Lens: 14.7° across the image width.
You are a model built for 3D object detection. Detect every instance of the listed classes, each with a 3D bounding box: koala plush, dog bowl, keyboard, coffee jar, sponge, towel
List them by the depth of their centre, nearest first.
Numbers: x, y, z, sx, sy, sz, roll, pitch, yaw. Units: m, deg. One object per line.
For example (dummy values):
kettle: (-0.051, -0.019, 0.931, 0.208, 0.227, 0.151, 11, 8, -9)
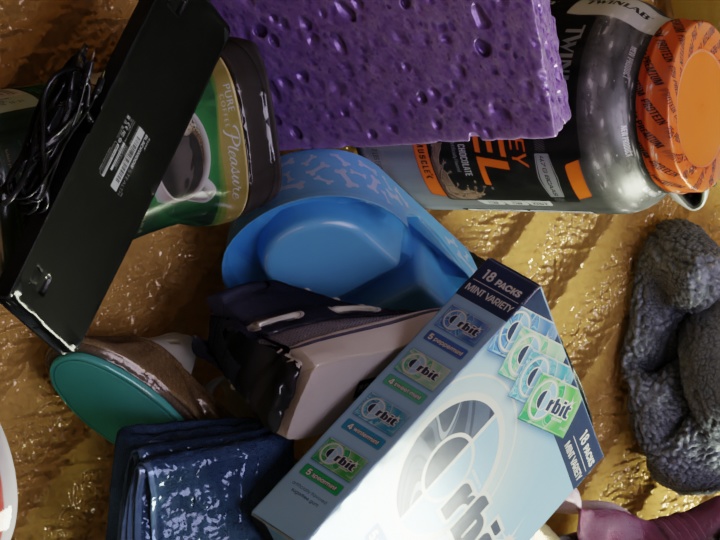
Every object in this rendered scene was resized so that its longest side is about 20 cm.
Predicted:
keyboard: (-0.137, -0.066, 1.408, 0.201, 0.040, 0.104, -66, 149, -19)
coffee jar: (-0.134, -0.060, 1.478, 0.200, 0.085, 0.105, -19, 108, -37)
sponge: (0.010, -0.123, 1.523, 0.030, 0.199, 0.112, -54, 137, -54)
towel: (-0.086, 0.182, 1.523, 0.111, 0.048, 0.201, -6, 105, -32)
dog bowl: (0.000, 0.000, 1.613, 0.200, 0.111, 0.050, 41, 30, -41)
koala plush: (0.289, 0.080, 1.834, 0.177, 0.200, 0.185, 8, 98, -44)

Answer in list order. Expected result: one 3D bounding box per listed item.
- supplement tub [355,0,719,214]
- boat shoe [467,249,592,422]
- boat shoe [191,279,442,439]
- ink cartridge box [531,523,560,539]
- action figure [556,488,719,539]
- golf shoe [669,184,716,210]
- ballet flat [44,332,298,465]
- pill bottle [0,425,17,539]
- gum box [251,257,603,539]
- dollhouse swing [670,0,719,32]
supplement tub: (0.105, -0.094, 1.594, 0.122, 0.199, 0.123, -4, 94, -60)
boat shoe: (0.098, 0.058, 1.750, 0.069, 0.057, 0.200, -55, 132, -16)
boat shoe: (-0.003, 0.038, 1.574, 0.200, 0.093, 0.075, -3, 124, -48)
ink cartridge box: (0.006, 0.190, 1.669, 0.200, 0.075, 0.165, -50, 135, -7)
action figure: (0.201, 0.185, 1.850, 0.199, 0.134, 0.149, -18, 90, -20)
golf shoe: (0.186, -0.076, 1.722, 0.200, 0.078, 0.098, 39, 32, -74)
ballet flat: (-0.095, 0.081, 1.569, 0.200, 0.068, 0.072, 41, 47, -25)
pill bottle: (-0.280, 0.121, 1.379, 0.200, 0.116, 0.116, -18, 115, -38)
gum box: (0.043, 0.119, 1.561, 0.200, 0.044, 0.170, -47, 142, -19)
dollhouse swing: (0.306, -0.159, 1.775, 0.181, 0.200, 0.177, -16, 113, -39)
